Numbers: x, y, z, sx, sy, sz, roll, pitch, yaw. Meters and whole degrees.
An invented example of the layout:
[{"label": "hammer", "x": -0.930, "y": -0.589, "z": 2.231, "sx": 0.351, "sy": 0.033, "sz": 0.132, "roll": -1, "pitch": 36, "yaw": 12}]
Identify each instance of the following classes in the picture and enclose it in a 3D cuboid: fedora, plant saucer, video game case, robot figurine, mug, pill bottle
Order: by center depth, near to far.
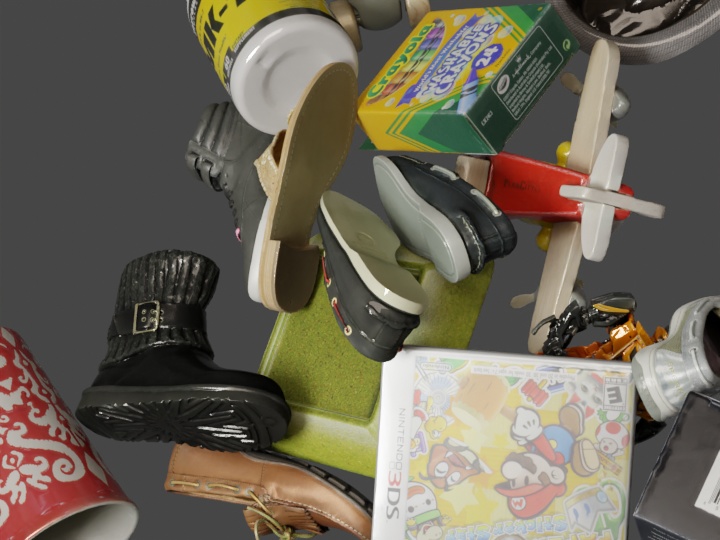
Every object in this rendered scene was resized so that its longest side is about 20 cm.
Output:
[{"label": "video game case", "x": 0.109, "y": 0.155, "z": 1.406, "sx": 0.198, "sy": 0.023, "sz": 0.184, "roll": 4, "pitch": 91, "yaw": 13}, {"label": "robot figurine", "x": 0.171, "y": 0.109, "z": 1.465, "sx": 0.199, "sy": 0.145, "sz": 0.058, "roll": -34, "pitch": 25, "yaw": 8}, {"label": "plant saucer", "x": -0.007, "y": 0.060, "z": 1.514, "sx": 0.199, "sy": 0.048, "sz": 0.202, "roll": 9, "pitch": 73, "yaw": 41}, {"label": "mug", "x": -0.309, "y": 0.169, "z": 1.547, "sx": 0.177, "sy": 0.134, "sz": 0.201, "roll": -34, "pitch": 65, "yaw": -2}, {"label": "fedora", "x": 0.257, "y": -0.256, "z": 1.575, "sx": 0.200, "sy": 0.090, "sz": 0.177, "roll": -40, "pitch": 67, "yaw": 5}, {"label": "pill bottle", "x": -0.086, "y": -0.217, "z": 1.598, "sx": 0.114, "sy": 0.115, "sz": 0.200, "roll": -32, "pitch": 43, "yaw": 1}]

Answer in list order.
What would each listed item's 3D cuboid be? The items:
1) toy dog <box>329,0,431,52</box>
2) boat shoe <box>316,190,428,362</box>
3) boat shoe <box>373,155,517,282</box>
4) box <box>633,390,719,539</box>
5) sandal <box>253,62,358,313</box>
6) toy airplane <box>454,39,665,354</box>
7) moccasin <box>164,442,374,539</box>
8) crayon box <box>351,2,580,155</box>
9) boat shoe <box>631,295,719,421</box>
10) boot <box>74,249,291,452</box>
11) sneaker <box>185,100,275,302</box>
[{"label": "toy dog", "x": 0.006, "y": -0.286, "z": 1.606, "sx": 0.131, "sy": 0.201, "sz": 0.097, "roll": -4, "pitch": 52, "yaw": -15}, {"label": "boat shoe", "x": -0.002, "y": -0.001, "z": 1.450, "sx": 0.063, "sy": 0.073, "sz": 0.202, "roll": -60, "pitch": 26, "yaw": 20}, {"label": "boat shoe", "x": 0.065, "y": -0.048, "z": 1.474, "sx": 0.060, "sy": 0.076, "sz": 0.200, "roll": -21, "pitch": 32, "yaw": -11}, {"label": "box", "x": 0.294, "y": 0.186, "z": 1.367, "sx": 0.147, "sy": 0.200, "sz": 0.105, "roll": 24, "pitch": 79, "yaw": 17}, {"label": "sandal", "x": -0.065, "y": -0.074, "z": 1.533, "sx": 0.069, "sy": 0.077, "sz": 0.214, "roll": 10, "pitch": 87, "yaw": 39}, {"label": "toy airplane", "x": 0.177, "y": -0.060, "z": 1.505, "sx": 0.200, "sy": 0.140, "sz": 0.200, "roll": -44, "pitch": 50, "yaw": 31}, {"label": "moccasin", "x": -0.073, "y": 0.191, "z": 1.515, "sx": 0.200, "sy": 0.074, "sz": 0.078, "roll": 18, "pitch": 78, "yaw": 18}, {"label": "crayon box", "x": 0.075, "y": -0.160, "z": 1.533, "sx": 0.126, "sy": 0.052, "sz": 0.199, "roll": -52, "pitch": 28, "yaw": -19}, {"label": "boat shoe", "x": 0.274, "y": 0.061, "z": 1.420, "sx": 0.064, "sy": 0.201, "sz": 0.075, "roll": -24, "pitch": 88, "yaw": 32}, {"label": "boot", "x": -0.135, "y": 0.061, "z": 1.533, "sx": 0.209, "sy": 0.080, "sz": 0.159, "roll": 2, "pitch": 56, "yaw": 28}, {"label": "sneaker", "x": -0.107, "y": -0.065, "z": 1.610, "sx": 0.098, "sy": 0.071, "sz": 0.202, "roll": 0, "pitch": 67, "yaw": 14}]
